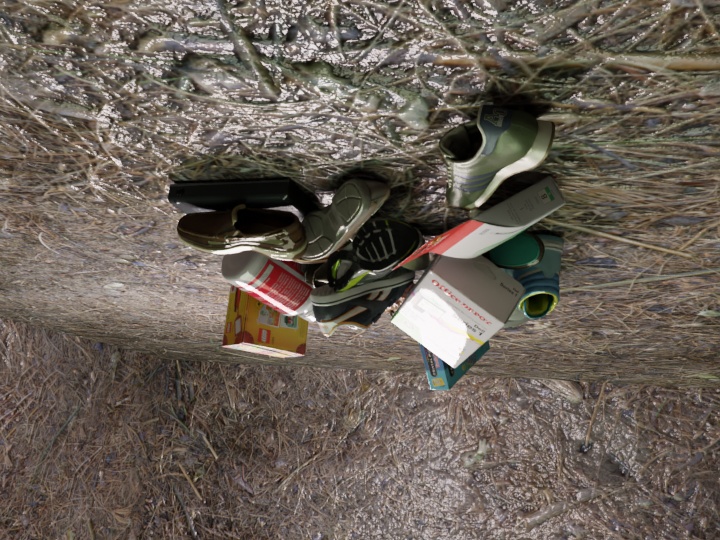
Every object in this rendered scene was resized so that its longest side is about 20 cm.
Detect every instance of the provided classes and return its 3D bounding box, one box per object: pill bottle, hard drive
[{"bbox_3d":[-0.146,0.013,1.191,0.112,0.113,0.200,-9,145,44],"label":"pill bottle"},{"bbox_3d":[-0.175,-0.098,1.014,0.199,0.033,0.140,1,164,18],"label":"hard drive"}]

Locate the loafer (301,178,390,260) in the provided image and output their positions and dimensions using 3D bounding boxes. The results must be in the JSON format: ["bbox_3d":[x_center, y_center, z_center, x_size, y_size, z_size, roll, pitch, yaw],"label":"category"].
[{"bbox_3d":[-0.027,-0.071,0.955,0.063,0.072,0.200,-13,165,-37],"label":"loafer"}]

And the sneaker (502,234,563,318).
[{"bbox_3d":[0.276,0.023,1.111,0.079,0.131,0.200,7,167,-7],"label":"sneaker"}]

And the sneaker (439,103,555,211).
[{"bbox_3d":[0.126,-0.131,0.737,0.090,0.067,0.200,18,162,-15],"label":"sneaker"}]

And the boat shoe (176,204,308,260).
[{"bbox_3d":[-0.177,-0.069,0.956,0.201,0.075,0.075,5,142,8],"label":"boat shoe"}]

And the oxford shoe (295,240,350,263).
[{"bbox_3d":[-0.058,-0.054,1.108,0.199,0.072,0.071,5,141,-4],"label":"oxford shoe"}]

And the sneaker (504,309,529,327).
[{"bbox_3d":[0.266,0.056,1.212,0.199,0.076,0.081,-13,135,-31],"label":"sneaker"}]

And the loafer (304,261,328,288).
[{"bbox_3d":[0.000,0.000,1.156,0.199,0.071,0.073,-9,129,-15],"label":"loafer"}]

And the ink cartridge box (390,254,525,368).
[{"bbox_3d":[0.155,0.058,1.078,0.145,0.084,0.200,36,147,4],"label":"ink cartridge box"}]

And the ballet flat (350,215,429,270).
[{"bbox_3d":[0.059,-0.051,1.059,0.200,0.070,0.069,18,161,-37],"label":"ballet flat"}]

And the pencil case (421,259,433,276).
[{"bbox_3d":[0.206,0.035,1.278,0.083,0.091,0.200,-43,141,24],"label":"pencil case"}]

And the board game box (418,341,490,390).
[{"bbox_3d":[0.193,0.134,1.350,0.047,0.152,0.200,-6,-165,38],"label":"board game box"}]

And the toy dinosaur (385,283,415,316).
[{"bbox_3d":[0.042,0.040,1.360,0.199,0.086,0.136,7,166,13],"label":"toy dinosaur"}]

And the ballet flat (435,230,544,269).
[{"bbox_3d":[0.216,-0.037,1.056,0.200,0.068,0.068,6,179,42],"label":"ballet flat"}]

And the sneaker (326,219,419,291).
[{"bbox_3d":[0.027,-0.026,0.979,0.081,0.074,0.200,-9,170,-37],"label":"sneaker"}]

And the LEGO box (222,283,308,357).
[{"bbox_3d":[-0.179,0.062,1.288,0.149,0.201,0.077,18,160,-37],"label":"LEGO box"}]

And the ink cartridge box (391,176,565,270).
[{"bbox_3d":[0.155,-0.043,0.877,0.200,0.050,0.161,-30,175,-18],"label":"ink cartridge box"}]

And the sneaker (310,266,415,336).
[{"bbox_3d":[0.007,0.049,1.083,0.199,0.080,0.078,-17,-162,-30],"label":"sneaker"}]
